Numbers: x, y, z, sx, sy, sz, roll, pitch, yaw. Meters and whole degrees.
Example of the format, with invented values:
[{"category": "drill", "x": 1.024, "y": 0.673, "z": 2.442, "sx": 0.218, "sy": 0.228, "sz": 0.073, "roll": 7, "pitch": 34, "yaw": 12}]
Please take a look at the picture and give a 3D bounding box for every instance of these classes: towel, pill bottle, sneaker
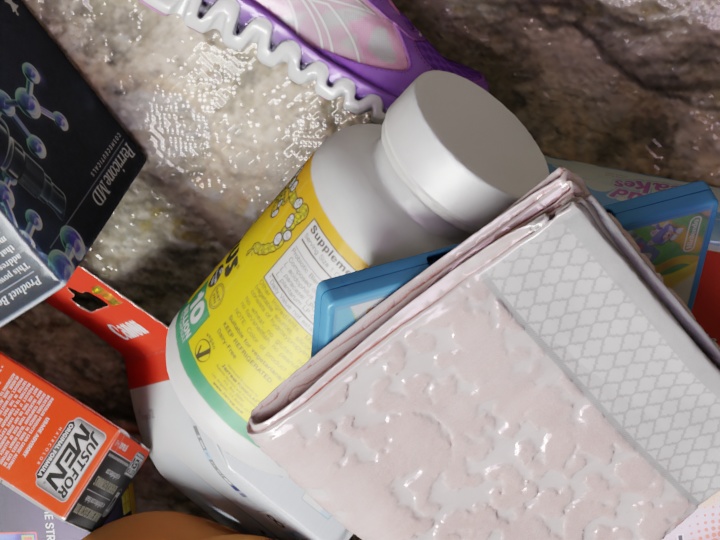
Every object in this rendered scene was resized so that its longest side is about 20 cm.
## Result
[{"category": "towel", "x": 0.078, "y": 0.075, "z": 1.104, "sx": 0.191, "sy": 0.032, "sz": 0.200, "roll": -38, "pitch": 122, "yaw": 11}, {"category": "pill bottle", "x": 0.000, "y": 0.000, "z": 1.171, "sx": 0.113, "sy": 0.113, "sz": 0.200, "roll": 37, "pitch": 120, "yaw": -9}, {"category": "sneaker", "x": -0.018, "y": -0.140, "z": 1.201, "sx": 0.199, "sy": 0.081, "sz": 0.089, "roll": 27, "pitch": 102, "yaw": -7}]

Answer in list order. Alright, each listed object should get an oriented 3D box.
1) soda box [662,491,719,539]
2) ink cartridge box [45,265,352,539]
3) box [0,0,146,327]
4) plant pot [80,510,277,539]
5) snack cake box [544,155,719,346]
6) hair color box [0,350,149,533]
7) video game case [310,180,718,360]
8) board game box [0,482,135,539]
[{"category": "soda box", "x": 0.115, "y": 0.116, "z": 1.198, "sx": 0.199, "sy": 0.064, "sz": 0.069, "roll": -8, "pitch": 103, "yaw": 4}, {"category": "ink cartridge box", "x": -0.100, "y": 0.080, "z": 1.297, "sx": 0.200, "sy": 0.160, "sz": 0.047, "roll": 38, "pitch": 75, "yaw": -11}, {"category": "box", "x": -0.229, "y": -0.077, "z": 1.238, "sx": 0.107, "sy": 0.149, "sz": 0.200, "roll": -29, "pitch": 109, "yaw": 26}, {"category": "plant pot", "x": -0.097, "y": 0.220, "z": 1.293, "sx": 0.199, "sy": 0.140, "sz": 0.201, "roll": -11, "pitch": 114, "yaw": -25}, {"category": "snack cake box", "x": 0.103, "y": 0.004, "z": 1.253, "sx": 0.199, "sy": 0.067, "sz": 0.115, "roll": 11, "pitch": 118, "yaw": 7}, {"category": "hair color box", "x": -0.221, "y": 0.066, "z": 1.314, "sx": 0.200, "sy": 0.102, "sz": 0.061, "roll": 32, "pitch": 83, "yaw": 9}, {"category": "video game case", "x": 0.070, "y": 0.033, "z": 1.141, "sx": 0.199, "sy": 0.018, "sz": 0.143, "roll": -15, "pitch": 142, "yaw": -17}, {"category": "board game box", "x": -0.213, "y": 0.207, "z": 1.407, "sx": 0.165, "sy": 0.057, "sz": 0.201, "roll": -3, "pitch": 97, "yaw": 16}]
